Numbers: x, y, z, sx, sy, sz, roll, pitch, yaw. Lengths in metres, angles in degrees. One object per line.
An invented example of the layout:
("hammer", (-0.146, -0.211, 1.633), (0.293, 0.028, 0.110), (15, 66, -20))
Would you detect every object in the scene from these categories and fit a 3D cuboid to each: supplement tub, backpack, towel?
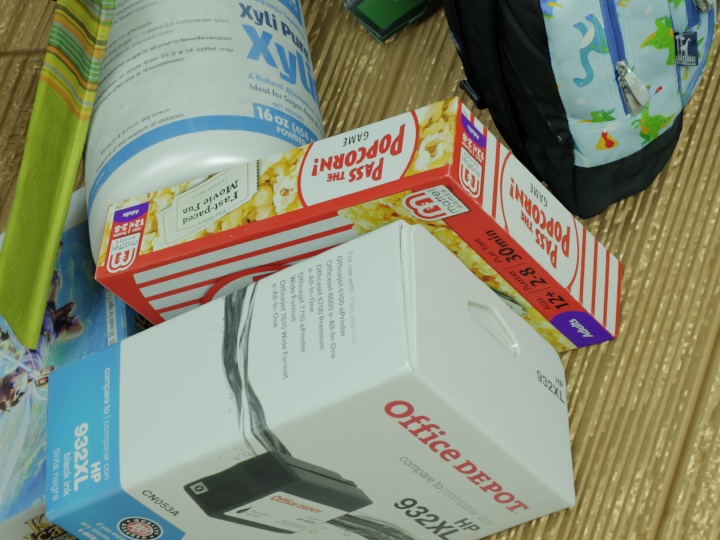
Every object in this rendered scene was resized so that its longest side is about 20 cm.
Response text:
("supplement tub", (-0.086, -0.084, 1.234), (0.132, 0.132, 0.200), (-29, 47, 21))
("backpack", (0.095, -0.154, 1.083), (0.153, 0.200, 0.163), (-30, 44, 5))
("towel", (-0.165, -0.065, 1.222), (0.086, 0.018, 0.201), (-138, 60, -65))

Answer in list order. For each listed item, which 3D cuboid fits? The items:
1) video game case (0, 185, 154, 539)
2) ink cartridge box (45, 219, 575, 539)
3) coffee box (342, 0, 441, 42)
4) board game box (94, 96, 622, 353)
("video game case", (-0.188, 0.066, 1.275), (0.181, 0.045, 0.200), (-29, 47, 23))
("ink cartridge box", (-0.023, 0.076, 1.056), (0.200, 0.145, 0.084), (-23, 49, 25))
("coffee box", (0.028, -0.234, 1.309), (0.123, 0.044, 0.200), (-32, 45, 20))
("board game box", (0.000, 0.000, 1.088), (0.199, 0.151, 0.046), (-16, 52, 32))
